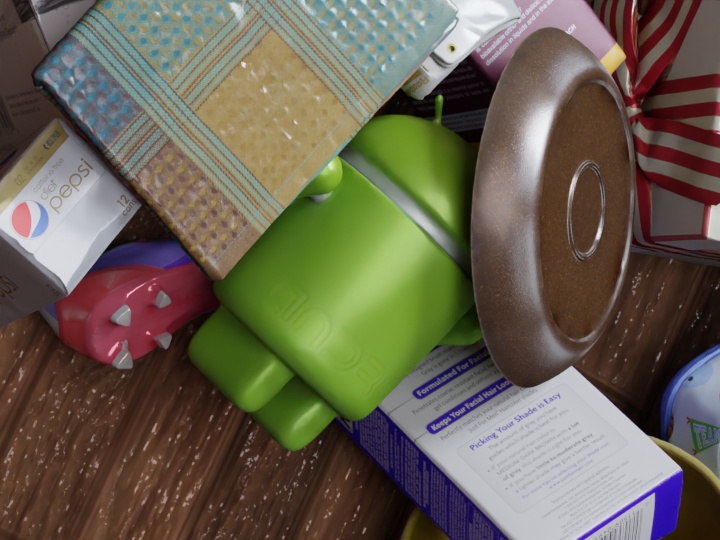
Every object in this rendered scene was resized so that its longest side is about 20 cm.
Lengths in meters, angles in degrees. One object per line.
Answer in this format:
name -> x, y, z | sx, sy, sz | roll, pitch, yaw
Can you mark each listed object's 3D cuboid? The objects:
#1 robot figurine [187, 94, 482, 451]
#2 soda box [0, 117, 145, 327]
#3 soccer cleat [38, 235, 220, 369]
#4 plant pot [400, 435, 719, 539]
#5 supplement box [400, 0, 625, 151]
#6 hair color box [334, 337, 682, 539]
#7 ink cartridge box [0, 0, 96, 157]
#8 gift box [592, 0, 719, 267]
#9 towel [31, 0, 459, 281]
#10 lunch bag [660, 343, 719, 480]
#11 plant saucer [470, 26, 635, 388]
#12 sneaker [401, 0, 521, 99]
robot figurine -> 0.000, 0.000, 1.353 | 0.200, 0.116, 0.175 | -48, 129, -2
soda box -> -0.181, -0.019, 1.290 | 0.064, 0.200, 0.068 | 42, 70, -12
soccer cleat -> -0.094, -0.003, 1.415 | 0.199, 0.076, 0.067 | -25, 133, -38
plant pot -> 0.131, 0.212, 1.463 | 0.200, 0.200, 0.143 | -30, 130, -23
supplement box -> 0.048, -0.170, 1.457 | 0.086, 0.110, 0.200 | -45, 107, -20
hair color box -> 0.078, 0.097, 1.425 | 0.109, 0.200, 0.065 | -29, 145, -23
ink cartridge box -> -0.164, -0.138, 1.333 | 0.083, 0.147, 0.201 | -26, 101, -25
gift box -> 0.238, -0.094, 1.504 | 0.186, 0.200, 0.186 | 8, 81, -24
towel -> -0.055, -0.113, 1.238 | 0.147, 0.022, 0.200 | 49, 68, -19
lunch bag -> 0.280, 0.090, 1.556 | 0.199, 0.075, 0.161 | -28, 128, -24
plant saucer -> 0.113, -0.034, 1.369 | 0.200, 0.032, 0.201 | -16, 109, -62
sneaker -> 0.001, -0.142, 1.314 | 0.199, 0.074, 0.116 | -21, 85, -32
